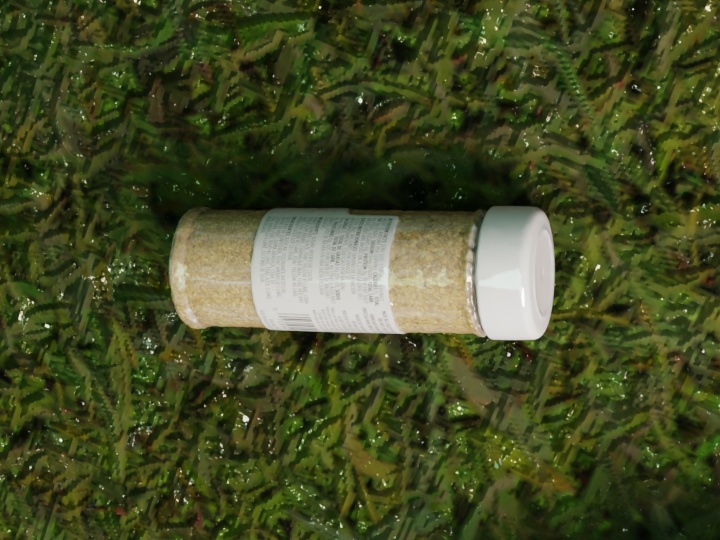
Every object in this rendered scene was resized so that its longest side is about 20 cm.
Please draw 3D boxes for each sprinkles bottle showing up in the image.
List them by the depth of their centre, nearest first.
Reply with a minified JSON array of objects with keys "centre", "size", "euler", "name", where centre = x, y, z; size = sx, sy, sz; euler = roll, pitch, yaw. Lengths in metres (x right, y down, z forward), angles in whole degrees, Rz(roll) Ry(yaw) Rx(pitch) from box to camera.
[{"centre":[0.000,0.000,0.880],"size":[0.198,0.068,0.069],"euler":[1,105,19],"name":"sprinkles bottle"}]
